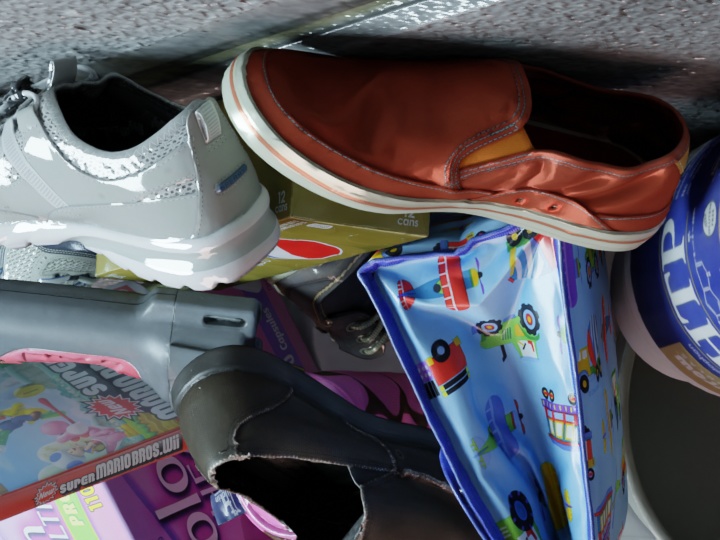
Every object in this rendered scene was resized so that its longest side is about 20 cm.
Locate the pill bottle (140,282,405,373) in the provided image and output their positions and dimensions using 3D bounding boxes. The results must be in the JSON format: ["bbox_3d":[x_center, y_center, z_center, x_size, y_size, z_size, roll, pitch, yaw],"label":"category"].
[{"bbox_3d":[-0.058,0.050,1.444,0.113,0.115,0.199,9,168,-41],"label":"pill bottle"}]

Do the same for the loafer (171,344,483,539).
[{"bbox_3d":[-0.003,0.108,1.090,0.199,0.072,0.073,26,129,-23],"label":"loafer"}]

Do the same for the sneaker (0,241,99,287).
[{"bbox_3d":[-0.181,0.010,1.290,0.077,0.086,0.199,9,168,-41],"label":"sneaker"}]

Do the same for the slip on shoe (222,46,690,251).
[{"bbox_3d":[0.041,-0.058,0.926,0.199,0.074,0.061,11,134,-22],"label":"slip on shoe"}]

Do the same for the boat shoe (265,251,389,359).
[{"bbox_3d":[0.000,0.000,1.172,0.073,0.075,0.200,43,179,1],"label":"boat shoe"}]

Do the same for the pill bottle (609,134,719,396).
[{"bbox_3d":[0.182,-0.005,1.029,0.119,0.121,0.200,3,171,-12],"label":"pill bottle"}]

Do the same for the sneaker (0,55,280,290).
[{"bbox_3d":[-0.121,-0.055,0.966,0.199,0.082,0.075,10,-143,30],"label":"sneaker"}]

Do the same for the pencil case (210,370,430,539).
[{"bbox_3d":[0.000,0.101,1.244,0.090,0.094,0.200,-21,171,21],"label":"pencil case"}]

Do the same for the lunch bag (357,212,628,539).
[{"bbox_3d":[0.084,0.065,1.068,0.094,0.201,0.151,-17,-173,13],"label":"lunch bag"}]

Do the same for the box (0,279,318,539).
[{"bbox_3d":[-0.102,0.110,1.290,0.096,0.177,0.200,-19,-168,37],"label":"box"}]

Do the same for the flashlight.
[{"bbox_3d":[-0.147,0.035,1.117,0.199,0.068,0.068,7,178,3],"label":"flashlight"}]

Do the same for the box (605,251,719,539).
[{"bbox_3d":[0.158,0.085,1.355,0.198,0.201,0.131,6,171,-28],"label":"box"}]

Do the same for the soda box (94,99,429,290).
[{"bbox_3d":[-0.047,-0.036,1.044,0.067,0.064,0.200,8,170,-29],"label":"soda box"}]

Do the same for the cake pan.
[{"bbox_3d":[0.211,0.073,1.282,0.199,0.202,0.037,6,176,-29],"label":"cake pan"}]

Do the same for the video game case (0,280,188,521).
[{"bbox_3d":[-0.157,0.064,1.144,0.199,0.018,0.143,-19,-146,-32],"label":"video game case"}]
